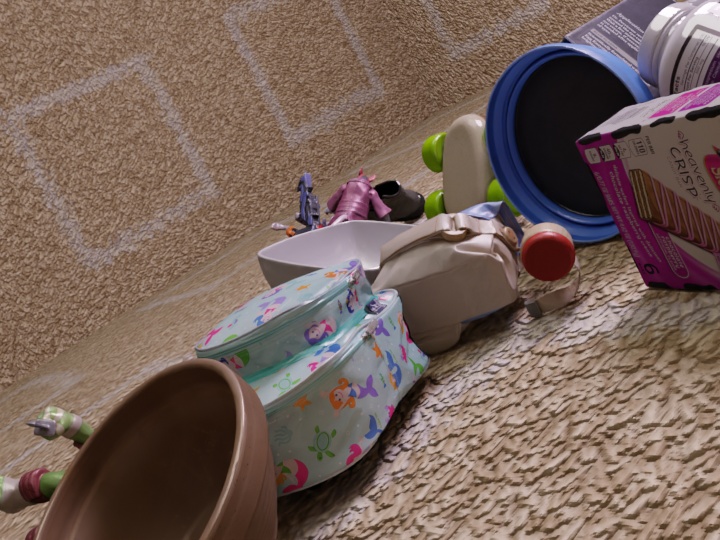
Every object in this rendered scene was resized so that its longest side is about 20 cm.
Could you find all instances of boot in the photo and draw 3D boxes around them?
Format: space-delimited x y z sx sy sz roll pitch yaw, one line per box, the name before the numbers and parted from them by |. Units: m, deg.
boot | 0.011 -0.112 1.467 0.198 0.069 0.130 -22 -21 28

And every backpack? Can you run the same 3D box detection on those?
backpack | -0.050 0.092 0.667 0.176 0.152 0.200 -22 18 28

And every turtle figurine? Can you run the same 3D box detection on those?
turtle figurine | -0.289 0.210 0.737 0.193 0.145 0.200 -28 6 25

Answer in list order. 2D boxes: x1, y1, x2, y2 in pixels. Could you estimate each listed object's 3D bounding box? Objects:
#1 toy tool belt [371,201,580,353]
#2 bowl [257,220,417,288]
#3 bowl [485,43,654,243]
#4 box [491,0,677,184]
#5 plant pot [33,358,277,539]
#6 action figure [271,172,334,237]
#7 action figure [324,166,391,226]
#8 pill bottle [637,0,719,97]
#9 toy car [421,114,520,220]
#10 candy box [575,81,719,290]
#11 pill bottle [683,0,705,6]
toy tool belt | 0.111 -0.013 0.771 0.198 0.126 0.123 -23 20 26
bowl | 0.000 0.000 0.962 0.198 0.076 0.199 8 19 39
bowl | 0.214 -0.129 0.812 0.039 0.203 0.200 -28 8 -35
box | 0.277 -0.184 0.910 0.199 0.117 0.198 -35 -19 -36
plant pot | -0.119 0.167 0.530 0.199 0.093 0.202 -30 37 25
action figure | -0.085 -0.071 1.493 0.104 0.203 0.192 6 -11 -41
action figure | -0.022 -0.093 1.326 0.132 0.149 0.202 6 65 18
pill bottle | 0.336 -0.162 0.681 0.112 0.113 0.200 -31 42 -13
toy car | 0.213 -0.135 1.141 0.198 0.160 0.163 -2 -2 -34
candy box | 0.253 -0.056 0.554 0.061 0.137 0.200 -33 11 -17
pill bottle | 0.534 -0.371 1.308 0.199 0.117 0.115 -35 12 -28
